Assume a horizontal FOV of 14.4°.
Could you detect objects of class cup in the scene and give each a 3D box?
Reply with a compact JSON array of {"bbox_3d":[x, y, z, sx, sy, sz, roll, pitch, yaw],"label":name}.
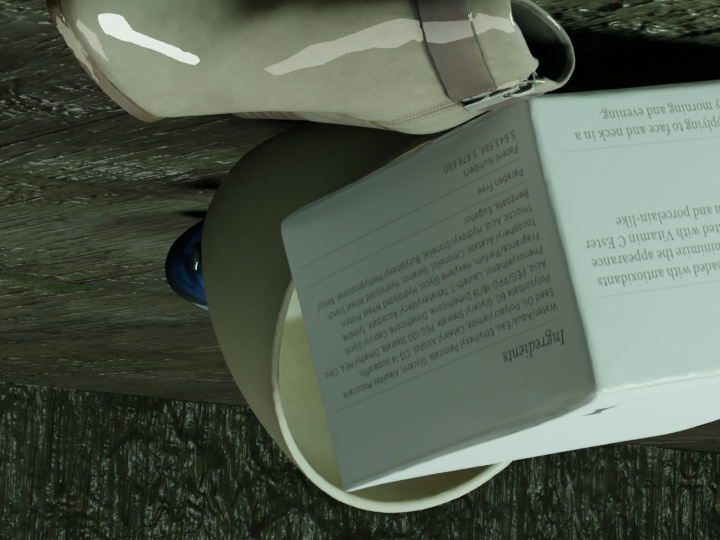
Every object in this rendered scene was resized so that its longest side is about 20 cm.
[{"bbox_3d":[0.000,0.000,1.425,0.200,0.201,0.143,9,-165,-41],"label":"cup"}]

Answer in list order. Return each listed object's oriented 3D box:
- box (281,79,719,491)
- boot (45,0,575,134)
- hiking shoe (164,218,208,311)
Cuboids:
[{"bbox_3d":[0.106,0.005,1.261,0.199,0.131,0.200,-7,169,-36],"label":"box"},{"bbox_3d":[-0.010,-0.095,1.081,0.146,0.070,0.200,-7,171,23],"label":"boot"},{"bbox_3d":[-0.042,-0.025,1.653,0.200,0.075,0.087,-13,158,33],"label":"hiking shoe"}]
